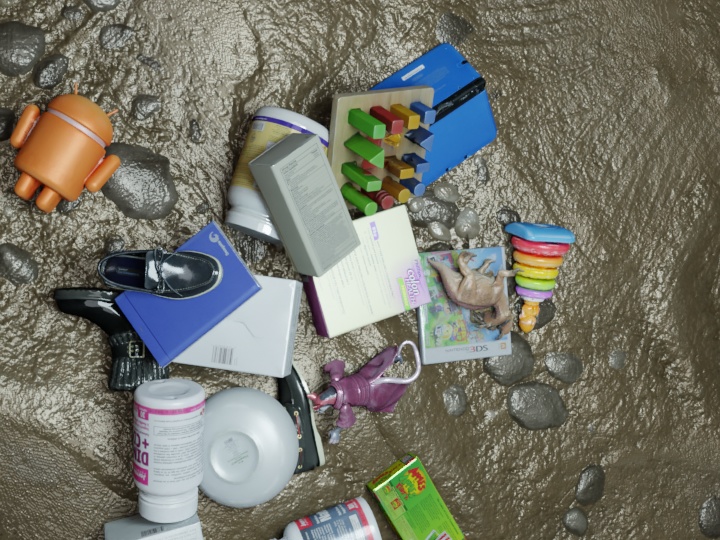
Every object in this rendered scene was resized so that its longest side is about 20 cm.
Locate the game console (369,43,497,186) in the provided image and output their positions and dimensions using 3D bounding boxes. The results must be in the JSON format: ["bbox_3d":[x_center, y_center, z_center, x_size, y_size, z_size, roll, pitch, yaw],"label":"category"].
[{"bbox_3d":[0.131,-0.284,1.694,0.198,0.119,0.171,-34,68,-14],"label":"game console"}]

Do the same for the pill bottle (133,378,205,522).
[{"bbox_3d":[-0.304,0.285,1.468,0.111,0.113,0.205,-1,102,-16],"label":"pill bottle"}]

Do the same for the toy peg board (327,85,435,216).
[{"bbox_3d":[0.051,-0.190,1.550,0.196,0.098,0.204,-12,123,-31],"label":"toy peg board"}]

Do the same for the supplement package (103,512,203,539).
[{"bbox_3d":[-0.318,0.504,1.489,0.149,0.150,0.204,-11,93,-16],"label":"supplement package"}]

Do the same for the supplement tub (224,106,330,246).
[{"bbox_3d":[-0.139,-0.155,1.547,0.143,0.145,0.204,20,85,-15],"label":"supplement tub"}]

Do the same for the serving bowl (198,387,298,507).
[{"bbox_3d":[-0.203,0.300,1.536,0.195,0.066,0.205,0,93,4],"label":"serving bowl"}]

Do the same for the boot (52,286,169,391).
[{"bbox_3d":[-0.402,0.114,1.502,0.207,0.079,0.161,11,87,-17],"label":"boot"}]

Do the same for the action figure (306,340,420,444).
[{"bbox_3d":[0.000,0.211,1.584,0.198,0.148,0.137,-11,80,-41],"label":"action figure"}]

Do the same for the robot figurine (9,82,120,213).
[{"bbox_3d":[-0.467,-0.191,1.466,0.142,0.117,0.202,24,81,30],"label":"robot figurine"}]

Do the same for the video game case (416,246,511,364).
[{"bbox_3d":[0.189,0.063,1.708,0.178,0.022,0.205,-5,91,-17],"label":"video game case"}]

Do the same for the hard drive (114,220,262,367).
[{"bbox_3d":[-0.270,0.037,1.453,0.199,0.025,0.133,-38,85,1],"label":"hard drive"}]

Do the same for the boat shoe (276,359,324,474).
[{"bbox_3d":[-0.115,0.249,1.590,0.062,0.073,0.206,-16,99,-24],"label":"boat shoe"}]

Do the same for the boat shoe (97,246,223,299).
[{"bbox_3d":[-0.309,0.003,1.415,0.195,0.062,0.076,4,85,3],"label":"boat shoe"}]

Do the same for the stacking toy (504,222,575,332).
[{"bbox_3d":[0.324,0.017,1.717,0.107,0.116,0.204,3,100,-18],"label":"stacking toy"}]

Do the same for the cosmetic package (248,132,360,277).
[{"bbox_3d":[-0.086,-0.103,1.459,0.103,0.072,0.203,-37,119,-29],"label":"cosmetic package"}]

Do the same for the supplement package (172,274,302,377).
[{"bbox_3d":[-0.205,0.083,1.517,0.196,0.111,0.159,8,88,3],"label":"supplement package"}]

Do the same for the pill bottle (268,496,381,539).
[{"bbox_3d":[-0.069,0.477,1.579,0.196,0.119,0.122,-17,94,-16],"label":"pill bottle"}]

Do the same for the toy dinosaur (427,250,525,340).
[{"bbox_3d":[0.208,0.043,1.663,0.196,0.086,0.138,17,92,-10],"label":"toy dinosaur"}]

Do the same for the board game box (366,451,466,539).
[{"bbox_3d":[0.105,0.444,1.669,0.101,0.048,0.202,-33,99,-14],"label":"board game box"}]

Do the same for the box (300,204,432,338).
[{"bbox_3d":[0.000,0.000,1.614,0.197,0.097,0.179,-18,95,-15],"label":"box"}]
